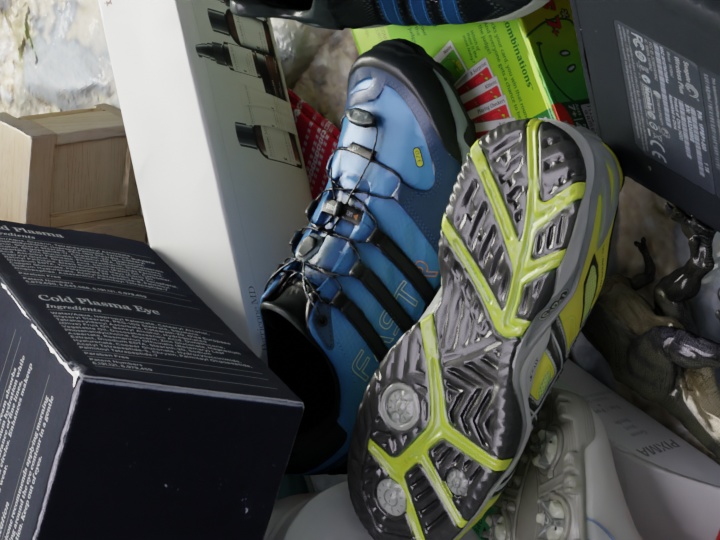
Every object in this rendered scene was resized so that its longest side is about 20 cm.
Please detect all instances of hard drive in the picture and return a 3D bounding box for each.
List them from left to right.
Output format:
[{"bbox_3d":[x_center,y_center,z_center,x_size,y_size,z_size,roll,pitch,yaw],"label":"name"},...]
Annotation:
[{"bbox_3d":[0.166,-0.046,0.780,0.200,0.033,0.140,35,159,34],"label":"hard drive"}]

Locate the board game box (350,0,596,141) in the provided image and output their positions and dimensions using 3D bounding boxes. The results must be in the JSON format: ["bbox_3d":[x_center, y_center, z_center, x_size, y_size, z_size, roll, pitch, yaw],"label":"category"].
[{"bbox_3d":[0.042,-0.127,0.938,0.101,0.047,0.201,-27,79,46],"label":"board game box"}]

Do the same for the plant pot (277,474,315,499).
[{"bbox_3d":[-0.134,0.118,1.095,0.134,0.199,0.201,-125,41,-61],"label":"plant pot"}]

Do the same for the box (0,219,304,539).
[{"bbox_3d":[-0.130,0.103,0.897,0.182,0.104,0.201,40,116,54],"label":"box"}]

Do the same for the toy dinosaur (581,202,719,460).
[{"bbox_3d":[0.132,0.027,0.873,0.200,0.047,0.088,54,135,34],"label":"toy dinosaur"}]

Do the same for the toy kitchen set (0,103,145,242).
[{"bbox_3d":[-0.243,-0.004,1.183,0.180,0.163,0.201,26,116,40],"label":"toy kitchen set"}]

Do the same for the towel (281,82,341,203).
[{"bbox_3d":[-0.033,-0.017,1.062,0.200,0.022,0.145,41,127,35],"label":"towel"}]

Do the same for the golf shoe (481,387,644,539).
[{"bbox_3d":[0.109,0.149,0.874,0.078,0.097,0.201,158,110,-66],"label":"golf shoe"}]

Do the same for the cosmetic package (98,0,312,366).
[{"bbox_3d":[-0.064,-0.043,0.998,0.050,0.082,0.201,-22,74,32],"label":"cosmetic package"}]

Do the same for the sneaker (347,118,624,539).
[{"bbox_3d":[0.060,0.034,0.859,0.075,0.076,0.201,36,113,28],"label":"sneaker"}]

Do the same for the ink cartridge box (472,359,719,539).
[{"bbox_3d":[0.122,0.154,0.919,0.200,0.050,0.162,37,124,38],"label":"ink cartridge box"}]

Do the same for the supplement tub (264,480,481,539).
[{"bbox_3d":[-0.033,0.189,0.956,0.200,0.144,0.145,-41,69,48],"label":"supplement tub"}]

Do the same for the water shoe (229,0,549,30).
[{"bbox_3d":[0.014,-0.130,0.855,0.200,0.079,0.072,-10,91,57],"label":"water shoe"}]

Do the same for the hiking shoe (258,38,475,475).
[{"bbox_3d":[0.000,0.000,0.910,0.074,0.086,0.201,16,107,43],"label":"hiking shoe"}]
